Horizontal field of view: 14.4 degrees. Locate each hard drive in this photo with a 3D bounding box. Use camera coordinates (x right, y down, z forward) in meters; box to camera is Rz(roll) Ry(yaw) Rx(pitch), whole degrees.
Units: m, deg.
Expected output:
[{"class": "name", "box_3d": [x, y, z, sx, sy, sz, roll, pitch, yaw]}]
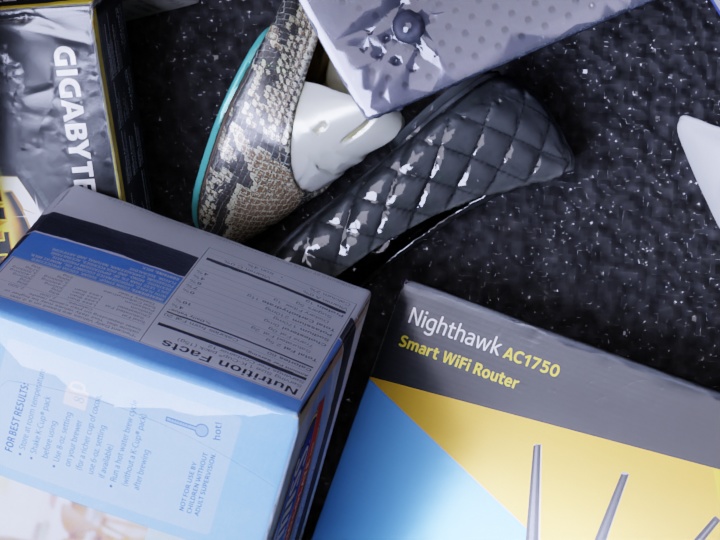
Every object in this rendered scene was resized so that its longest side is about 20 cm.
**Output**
[{"class": "hard drive", "box_3d": [0.020, -0.170, 1.044, 0.135, 0.042, 0.200, -23, 95, 9]}]

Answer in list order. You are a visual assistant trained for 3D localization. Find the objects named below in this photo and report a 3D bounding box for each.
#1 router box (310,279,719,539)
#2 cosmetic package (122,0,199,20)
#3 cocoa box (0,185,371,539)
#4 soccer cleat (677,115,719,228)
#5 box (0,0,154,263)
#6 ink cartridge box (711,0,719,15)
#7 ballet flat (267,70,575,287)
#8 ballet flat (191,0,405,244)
[{"class": "router box", "box_3d": [0.087, 0.106, 1.122, 0.200, 0.051, 0.149, 20, 91, 16]}, {"class": "cosmetic package", "box_3d": [-0.180, -0.142, 1.196, 0.200, 0.087, 0.103, -14, 83, 13]}, {"class": "cocoa box", "box_3d": [-0.093, 0.095, 1.088, 0.133, 0.131, 0.200, 19, 113, 5]}, {"class": "soccer cleat", "box_3d": [0.214, -0.082, 1.102, 0.200, 0.069, 0.085, -38, 73, 11]}, {"class": "box", "box_3d": [-0.164, -0.014, 1.156, 0.160, 0.049, 0.200, -2, 111, 11]}, {"class": "ink cartridge box", "box_3d": [0.131, -0.150, 1.082, 0.044, 0.094, 0.200, -34, 59, 12]}, {"class": "ballet flat", "box_3d": [0.000, 0.000, 1.149, 0.200, 0.066, 0.057, -44, 82, 8]}, {"class": "ballet flat", "box_3d": [-0.006, -0.096, 1.156, 0.075, 0.068, 0.200, 18, 87, 26]}]
